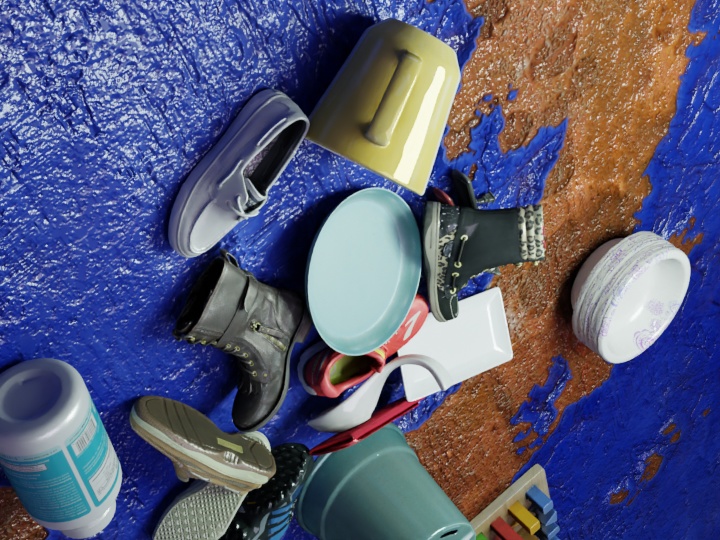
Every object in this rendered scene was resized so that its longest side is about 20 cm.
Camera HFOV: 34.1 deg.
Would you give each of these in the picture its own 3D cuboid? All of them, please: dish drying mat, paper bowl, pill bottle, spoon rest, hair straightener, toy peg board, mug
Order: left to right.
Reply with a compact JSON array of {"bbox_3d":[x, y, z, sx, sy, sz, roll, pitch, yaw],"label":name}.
[{"bbox_3d":[-0.316,0.195,1.225,0.110,0.111,0.201,-31,137,-22],"label":"pill bottle"},{"bbox_3d":[0.014,0.203,1.553,0.076,0.018,0.199,-24,178,32],"label":"dish drying mat"},{"bbox_3d":[0.018,0.157,1.508,0.198,0.061,0.099,-23,178,19],"label":"spoon rest"},{"bbox_3d":[0.041,-0.175,1.235,0.148,0.186,0.155,24,94,-35],"label":"mug"},{"bbox_3d":[0.158,-0.063,1.532,0.077,0.041,0.201,-43,135,-10],"label":"hair straightener"},{"bbox_3d":[0.280,0.478,2.037,0.198,0.098,0.201,-37,140,-16],"label":"toy peg board"},{"bbox_3d":[0.403,0.032,1.798,0.199,0.104,0.203,-25,134,-29],"label":"paper bowl"}]

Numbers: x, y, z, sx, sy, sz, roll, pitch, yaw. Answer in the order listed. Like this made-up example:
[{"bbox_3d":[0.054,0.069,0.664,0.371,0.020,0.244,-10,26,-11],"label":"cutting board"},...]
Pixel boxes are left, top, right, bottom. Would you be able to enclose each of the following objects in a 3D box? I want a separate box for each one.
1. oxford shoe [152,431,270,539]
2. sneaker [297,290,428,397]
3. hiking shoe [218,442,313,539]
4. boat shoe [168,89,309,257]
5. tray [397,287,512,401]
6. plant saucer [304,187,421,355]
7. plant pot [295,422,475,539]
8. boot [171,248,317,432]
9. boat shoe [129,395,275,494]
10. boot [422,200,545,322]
[{"bbox_3d":[-0.183,0.279,1.463,0.075,0.058,0.201,39,92,-10],"label":"oxford shoe"},{"bbox_3d":[0.017,0.099,1.476,0.199,0.085,0.078,-36,115,-18],"label":"sneaker"},{"bbox_3d":[-0.118,0.302,1.544,0.086,0.074,0.201,7,124,-55],"label":"hiking shoe"},{"bbox_3d":[-0.123,-0.091,1.219,0.201,0.068,0.072,-51,141,0],"label":"boat shoe"},{"bbox_3d":[0.126,0.100,1.623,0.198,0.022,0.109,-18,102,-34],"label":"tray"},{"bbox_3d":[0.000,0.000,1.402,0.199,0.027,0.203,-16,111,-45],"label":"plant saucer"},{"bbox_3d":[0.045,0.348,1.629,0.199,0.196,0.202,-26,135,-29],"label":"plant pot"},{"bbox_3d":[-0.148,0.082,1.341,0.173,0.069,0.202,18,96,-49],"label":"boot"},{"bbox_3d":[-0.195,0.216,1.370,0.199,0.072,0.076,33,115,-28],"label":"boat shoe"},{"bbox_3d":[0.158,-0.008,1.486,0.152,0.074,0.205,-2,138,8],"label":"boot"}]
